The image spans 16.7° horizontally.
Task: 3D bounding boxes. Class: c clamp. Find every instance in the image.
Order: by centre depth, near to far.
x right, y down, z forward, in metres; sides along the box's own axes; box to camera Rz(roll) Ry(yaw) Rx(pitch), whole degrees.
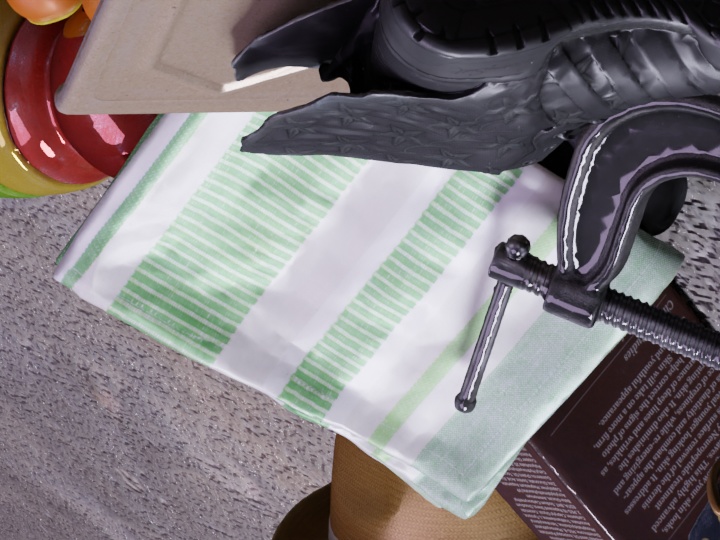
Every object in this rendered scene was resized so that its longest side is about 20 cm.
[{"bbox_3d":[0.140,0.012,0.895,0.199,0.027,0.172,18,129,13],"label":"c clamp"}]

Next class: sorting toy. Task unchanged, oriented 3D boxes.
[{"bbox_3d":[0.008,-0.104,0.800,0.200,0.184,0.037,132,131,-59],"label":"sorting toy"}]

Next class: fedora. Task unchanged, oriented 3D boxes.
[{"bbox_3d":[0.050,0.105,1.162,0.200,0.200,0.082,19,126,46],"label":"fedora"}]

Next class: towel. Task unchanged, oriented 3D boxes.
[{"bbox_3d":[0.000,0.000,0.949,0.199,0.023,0.153,31,119,-13],"label":"towel"}]

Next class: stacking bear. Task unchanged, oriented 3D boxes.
[{"bbox_3d":[-0.131,-0.083,1.023,0.199,0.121,0.114,13,136,43],"label":"stacking bear"}]

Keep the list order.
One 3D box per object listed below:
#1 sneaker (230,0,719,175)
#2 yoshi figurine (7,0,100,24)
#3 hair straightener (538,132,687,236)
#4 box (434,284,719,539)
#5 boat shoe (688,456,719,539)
[{"bbox_3d":[0.063,-0.071,0.786,0.104,0.199,0.060,120,144,-67],"label":"sneaker"},{"bbox_3d":[-0.126,-0.186,0.879,0.200,0.112,0.112,58,-171,-41],"label":"yoshi figurine"},{"bbox_3d":[0.072,-0.093,0.909,0.077,0.041,0.201,-1,129,45],"label":"hair straightener"},{"bbox_3d":[0.103,0.059,1.056,0.200,0.100,0.075,49,158,-17],"label":"box"},{"bbox_3d":[0.147,0.066,0.849,0.091,0.071,0.201,-15,103,31],"label":"boat shoe"}]
